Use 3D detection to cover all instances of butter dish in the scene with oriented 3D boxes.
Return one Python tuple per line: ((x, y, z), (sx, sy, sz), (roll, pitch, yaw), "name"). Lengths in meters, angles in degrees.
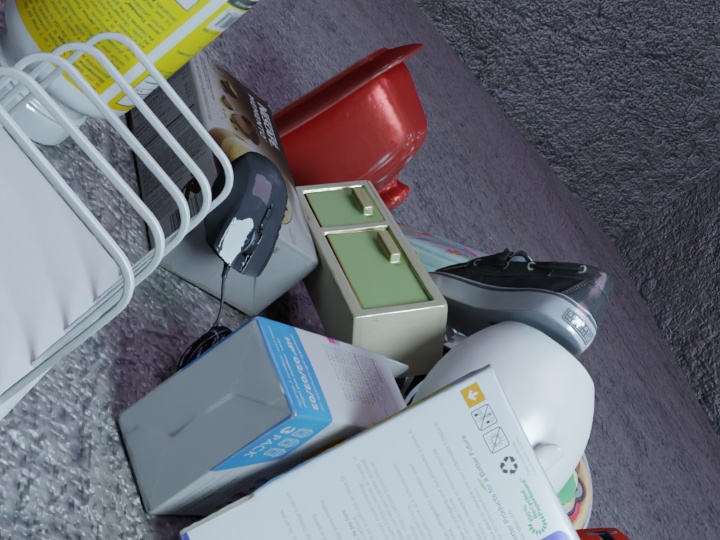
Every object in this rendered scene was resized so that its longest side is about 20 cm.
((-0.001, -0.128, 1.075), (0.148, 0.198, 0.200), (59, 16, -10), "butter dish")

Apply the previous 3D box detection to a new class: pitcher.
((0.086, 0.139, 0.707), (0.121, 0.200, 0.171), (45, -16, -24), "pitcher")

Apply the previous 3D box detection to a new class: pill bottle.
((-0.166, -0.178, 0.713), (0.113, 0.199, 0.113), (48, 18, -22), "pill bottle")

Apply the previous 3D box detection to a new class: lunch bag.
((0.062, 0.004, 1.061), (0.199, 0.078, 0.160), (22, 8, 23), "lunch bag")

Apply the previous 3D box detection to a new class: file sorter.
((-0.171, -0.039, 0.577), (0.139, 0.124, 0.200), (51, 18, -11), "file sorter")

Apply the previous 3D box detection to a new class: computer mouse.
((-0.086, 0.006, 0.716), (0.059, 0.034, 0.202), (35, 57, -44), "computer mouse")

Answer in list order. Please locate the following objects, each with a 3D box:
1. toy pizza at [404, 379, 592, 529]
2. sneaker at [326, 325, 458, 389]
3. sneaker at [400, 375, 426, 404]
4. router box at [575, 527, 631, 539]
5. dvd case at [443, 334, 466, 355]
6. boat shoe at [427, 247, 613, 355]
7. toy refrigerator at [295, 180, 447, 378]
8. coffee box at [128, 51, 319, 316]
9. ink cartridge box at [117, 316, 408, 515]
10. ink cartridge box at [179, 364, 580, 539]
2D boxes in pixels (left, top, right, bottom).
((0.123, 0.170, 0.937), (0.199, 0.032, 0.201), (12, 53, -16), "toy pizza")
((0.006, 0.068, 0.907), (0.200, 0.086, 0.074), (-31, 107, -41), "sneaker")
((0.083, 0.146, 1.008), (0.200, 0.081, 0.075), (40, 52, 5), "sneaker")
((0.196, 0.311, 0.739), (0.179, 0.048, 0.202), (-149, -120, -74), "router box")
((0.098, 0.074, 1.007), (0.142, 0.018, 0.199), (13, 9, -43), "dvd case")
((0.114, 0.014, 0.799), (0.070, 0.066, 0.200), (45, -18, -22), "boat shoe")
((0.000, 0.000, 0.850), (0.200, 0.075, 0.070), (-118, -154, -54), "toy refrigerator")
((-0.117, -0.077, 0.856), (0.113, 0.080, 0.201), (34, 27, -44), "coffee box")
((-0.042, 0.102, 0.670), (0.200, 0.115, 0.068), (23, 37, -58), "ink cartridge box")
((0.031, 0.187, 0.589), (0.199, 0.199, 0.047), (63, -7, 6), "ink cartridge box")
